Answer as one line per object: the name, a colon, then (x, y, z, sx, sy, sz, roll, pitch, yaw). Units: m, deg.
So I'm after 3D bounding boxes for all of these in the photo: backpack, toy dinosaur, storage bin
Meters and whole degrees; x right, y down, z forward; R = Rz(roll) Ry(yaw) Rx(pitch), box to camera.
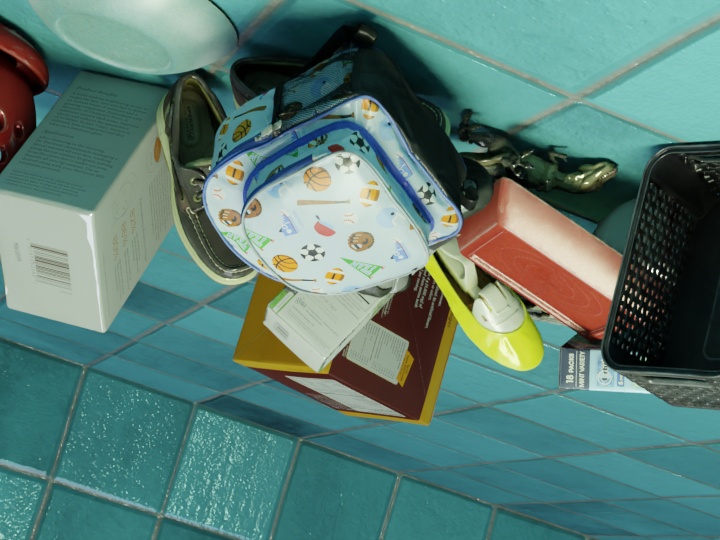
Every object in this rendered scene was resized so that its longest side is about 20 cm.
backpack: (-0.028, -0.068, 1.287, 0.190, 0.154, 0.200, -18, 124, 29)
toy dinosaur: (0.124, -0.101, 1.402, 0.199, 0.048, 0.088, 15, 172, 16)
storage bin: (0.293, 0.006, 1.292, 0.135, 0.201, 0.094, 1, 159, 45)

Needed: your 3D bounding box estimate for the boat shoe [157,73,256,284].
boat shoe: (-0.141, -0.085, 1.444, 0.073, 0.201, 0.065, -17, 163, -16)

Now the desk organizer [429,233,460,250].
desk organizer: (0.001, -0.093, 1.489, 0.199, 0.077, 0.072, 20, 164, -12)

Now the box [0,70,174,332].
box: (-0.257, -0.069, 1.523, 0.106, 0.200, 0.153, 13, 133, 12)

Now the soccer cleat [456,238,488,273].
soccer cleat: (0.178, -0.008, 1.643, 0.199, 0.068, 0.081, 19, 168, -21)

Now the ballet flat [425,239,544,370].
ballet flat: (0.120, 0.018, 1.646, 0.200, 0.067, 0.067, 53, 164, 20)

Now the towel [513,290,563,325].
towel: (0.239, 0.052, 1.744, 0.199, 0.035, 0.192, 13, 180, -18)

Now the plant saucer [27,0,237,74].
plant saucer: (-0.206, -0.210, 1.356, 0.200, 0.039, 0.201, 15, 165, 4)

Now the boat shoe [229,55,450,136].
boat shoe: (-0.023, -0.138, 1.358, 0.199, 0.074, 0.065, 11, 169, 15)

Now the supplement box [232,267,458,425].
supplement box: (-0.004, 0.045, 1.766, 0.132, 0.198, 0.200, 2, 159, 43)

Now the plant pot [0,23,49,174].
plant pot: (-0.400, -0.146, 1.513, 0.199, 0.183, 0.201, 16, 165, 4)

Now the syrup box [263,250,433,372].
syrup box: (0.000, 0.000, 1.578, 0.081, 0.200, 0.079, 42, 166, 4)

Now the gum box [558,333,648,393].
gum box: (0.306, 0.090, 1.561, 0.199, 0.045, 0.170, 1, -175, 16)

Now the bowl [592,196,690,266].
bowl: (0.309, -0.005, 1.490, 0.199, 0.075, 0.200, 14, 164, 8)

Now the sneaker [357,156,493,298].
sneaker: (0.042, -0.033, 1.431, 0.199, 0.075, 0.116, -11, 134, 24)

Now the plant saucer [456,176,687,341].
plant saucer: (0.181, 0.001, 1.460, 0.200, 0.037, 0.200, 33, 168, -3)
